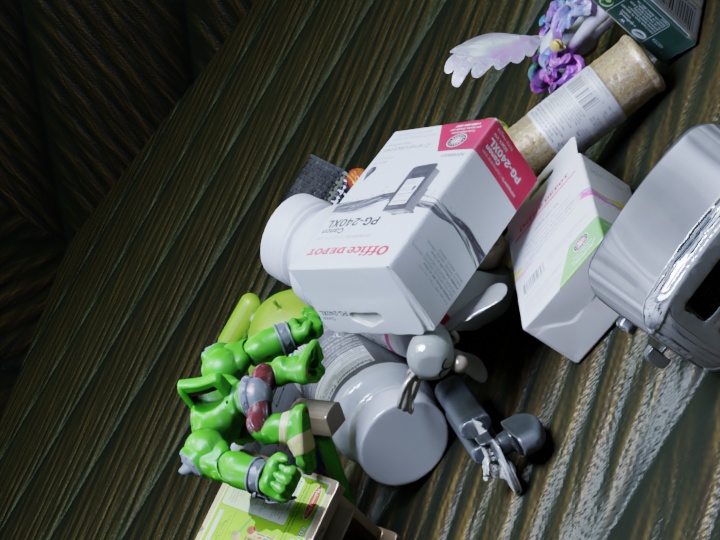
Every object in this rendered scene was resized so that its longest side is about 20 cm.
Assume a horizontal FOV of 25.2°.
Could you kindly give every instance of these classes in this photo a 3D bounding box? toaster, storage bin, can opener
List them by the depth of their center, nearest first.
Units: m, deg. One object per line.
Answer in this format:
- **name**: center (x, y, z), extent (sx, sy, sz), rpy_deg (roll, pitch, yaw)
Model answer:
- **toaster**: center (0.270, -0.020, 1.213), extent (0.201, 0.113, 0.129), rpy_deg (-53, 22, 10)
- **can opener**: center (0.118, 0.146, 1.469), extent (0.066, 0.053, 0.200), rpy_deg (-27, 18, -7)
- **storage bin**: center (-0.013, -0.062, 1.992), extent (0.094, 0.135, 0.200), rpy_deg (-57, 18, 2)

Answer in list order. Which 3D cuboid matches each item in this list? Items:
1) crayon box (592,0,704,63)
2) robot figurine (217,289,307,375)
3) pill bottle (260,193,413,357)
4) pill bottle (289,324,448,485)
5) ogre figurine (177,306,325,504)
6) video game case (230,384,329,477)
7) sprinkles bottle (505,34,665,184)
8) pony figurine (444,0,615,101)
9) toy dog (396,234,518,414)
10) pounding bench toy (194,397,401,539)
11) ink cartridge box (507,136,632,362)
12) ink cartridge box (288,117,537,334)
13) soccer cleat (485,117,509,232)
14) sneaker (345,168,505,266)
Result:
- **crayon box**: center (0.292, -0.322, 1.607), extent (0.051, 0.127, 0.201), rpy_deg (-28, 34, 46)
- **robot figurine**: center (-0.074, 0.095, 1.879), extent (0.116, 0.175, 0.200), rpy_deg (-51, -12, -21)
- **pill bottle**: center (0.000, 0.000, 1.636), extent (0.199, 0.113, 0.114), rpy_deg (27, 85, 33)
- **pill bottle**: center (0.008, 0.128, 1.633), extent (0.113, 0.113, 0.200), rpy_deg (-56, 31, 9)
- **ogre figurine**: center (-0.100, 0.122, 1.481), extent (0.119, 0.098, 0.202), rpy_deg (-4, 69, 16)
- **video game case**: center (-0.073, 0.208, 1.642), extent (0.018, 0.201, 0.144), rpy_deg (-5, 41, 24)
- **sprinkles bottle**: center (0.202, -0.143, 1.574), extent (0.200, 0.068, 0.068), rpy_deg (-38, 21, 7)
- **pony figurine**: center (0.211, -0.229, 1.673), extent (0.193, 0.167, 0.200), rpy_deg (-34, -15, -45)
- **toy dog**: center (0.111, 0.047, 1.501), extent (0.132, 0.096, 0.201), rpy_deg (96, -165, -53)
- **pounding bench toy**: center (-0.042, 0.240, 1.536), extent (0.124, 0.156, 0.201), rpy_deg (12, 67, 37)
- **ink cartridge box**: center (0.198, -0.024, 1.478), extent (0.117, 0.067, 0.201), rpy_deg (-51, 20, 26)
- **ink cartridge box**: center (0.048, -0.041, 1.491), extent (0.145, 0.084, 0.200), rpy_deg (-2, 42, 48)
- **soccer cleat**: center (0.128, -0.112, 1.781), extent (0.065, 0.083, 0.201), rpy_deg (-43, 24, 38)
- **sneaker**: center (0.068, -0.045, 1.696), extent (0.077, 0.200, 0.073), rpy_deg (-49, -10, -6)
